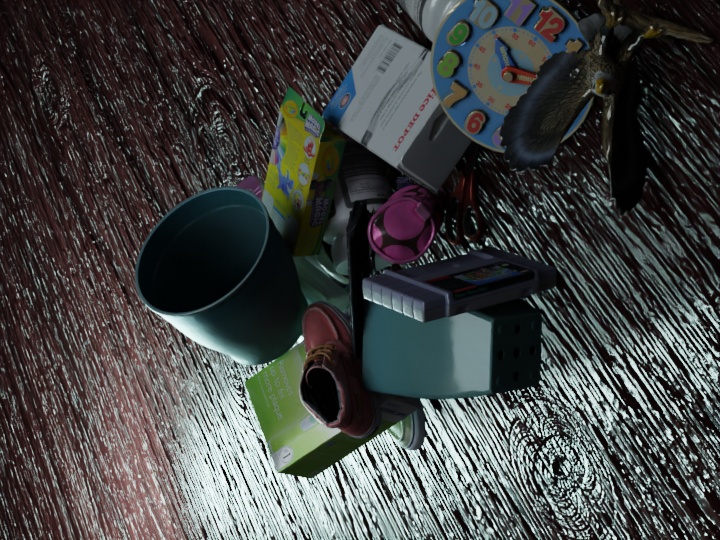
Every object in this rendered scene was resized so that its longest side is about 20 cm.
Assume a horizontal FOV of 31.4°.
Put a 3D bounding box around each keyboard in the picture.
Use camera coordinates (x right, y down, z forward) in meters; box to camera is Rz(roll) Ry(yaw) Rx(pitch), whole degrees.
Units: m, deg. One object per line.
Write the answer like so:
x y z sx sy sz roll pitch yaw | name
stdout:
0.000 0.000 1.617 0.127 0.020 0.201 -68 -19 -52 | keyboard

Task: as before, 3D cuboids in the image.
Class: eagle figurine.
0.249 -0.181 1.344 0.151 0.150 0.201 35 114 37 | eagle figurine

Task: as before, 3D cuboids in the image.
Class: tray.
-0.108 0.026 1.822 0.200 0.022 0.108 37 110 27 | tray

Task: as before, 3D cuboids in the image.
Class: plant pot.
-0.167 0.023 1.716 0.199 0.188 0.201 -15 51 19 | plant pot
0.119 0.086 1.576 0.199 0.141 0.142 8 100 49 | plant pot

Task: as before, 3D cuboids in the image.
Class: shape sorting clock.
0.173 -0.227 1.472 0.199 0.039 0.201 9 116 19 | shape sorting clock

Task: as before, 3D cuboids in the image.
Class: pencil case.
0.062 -0.064 1.607 0.093 0.200 0.091 -30 96 10 | pencil case

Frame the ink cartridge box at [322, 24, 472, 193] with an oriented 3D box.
0.061 -0.208 1.636 0.146 0.084 0.200 -56 39 5 | ink cartridge box

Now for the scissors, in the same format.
0.135 -0.132 1.642 0.073 0.014 0.202 9 101 56 | scissors

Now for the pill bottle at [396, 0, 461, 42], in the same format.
0.107 -0.345 1.579 0.200 0.112 0.114 55 135 37 | pill bottle

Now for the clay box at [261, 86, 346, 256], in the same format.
-0.078 -0.134 1.725 0.115 0.047 0.201 47 131 44 | clay box

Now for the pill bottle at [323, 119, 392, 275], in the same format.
-0.012 -0.103 1.776 0.114 0.113 0.201 -36 63 51 | pill bottle

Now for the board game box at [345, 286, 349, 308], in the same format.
-0.064 -0.027 1.929 0.151 0.036 0.202 -13 82 56 | board game box

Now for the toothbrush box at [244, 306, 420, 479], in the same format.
-0.041 0.168 1.733 0.199 0.086 0.146 -34 61 20 | toothbrush box

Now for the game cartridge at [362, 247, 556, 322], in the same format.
0.119 0.013 1.511 0.129 0.199 0.039 14 113 55 | game cartridge

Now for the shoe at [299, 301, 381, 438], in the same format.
-0.042 0.118 1.639 0.071 0.091 0.201 -33 61 19 | shoe

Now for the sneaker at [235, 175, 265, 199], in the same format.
-0.123 -0.045 1.906 0.080 0.088 0.201 -32 61 25 | sneaker

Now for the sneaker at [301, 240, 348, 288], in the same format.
-0.073 -0.053 1.845 0.079 0.074 0.201 -46 62 39 | sneaker

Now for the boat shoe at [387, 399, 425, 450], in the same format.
0.028 0.163 1.782 0.072 0.062 0.201 -56 48 42 | boat shoe
